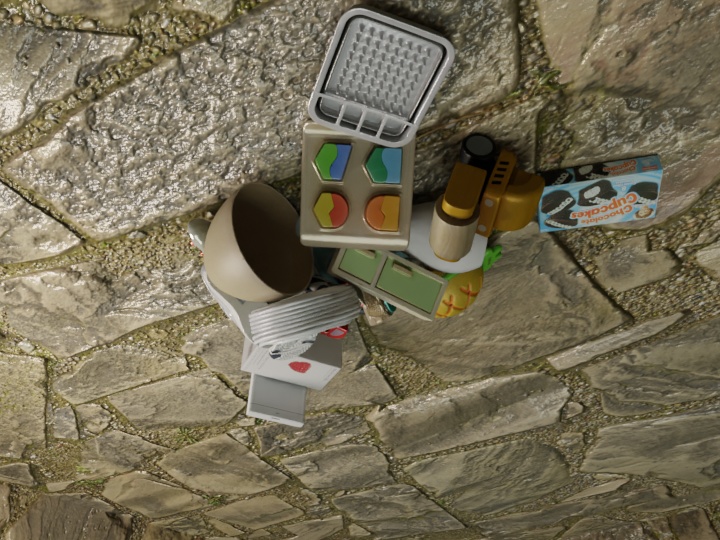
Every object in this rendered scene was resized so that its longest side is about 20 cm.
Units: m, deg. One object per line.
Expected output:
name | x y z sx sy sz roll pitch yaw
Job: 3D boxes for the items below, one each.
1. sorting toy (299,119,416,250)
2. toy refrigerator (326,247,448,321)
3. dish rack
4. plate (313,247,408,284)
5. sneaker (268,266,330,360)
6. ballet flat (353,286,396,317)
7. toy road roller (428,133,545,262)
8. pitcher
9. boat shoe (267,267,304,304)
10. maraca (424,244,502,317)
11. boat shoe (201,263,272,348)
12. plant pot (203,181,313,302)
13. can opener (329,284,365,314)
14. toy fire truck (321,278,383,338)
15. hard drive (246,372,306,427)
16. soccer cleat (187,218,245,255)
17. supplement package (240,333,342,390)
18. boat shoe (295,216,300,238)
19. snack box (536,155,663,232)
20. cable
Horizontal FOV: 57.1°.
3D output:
sorting toy | -0.005 -0.132 1.054 0.180 0.037 0.206 3 105 -1
toy refrigerator | 0.047 0.011 1.141 0.196 0.077 0.070 26 174 -8
dish rack | 0.026 -0.276 0.940 0.167 0.044 0.201 14 141 -14
plate | -0.003 -0.018 1.296 0.194 0.026 0.202 1 143 1
sneaker | -0.131 0.074 1.325 0.078 0.131 0.201 11 126 -31
ballet flat | 0.000 0.000 1.218 0.064 0.070 0.204 -18 101 29
toy road roller | 0.201 -0.103 1.032 0.143 0.202 0.124 20 145 12
pitcher | 0.121 -0.051 1.177 0.194 0.124 0.173 10 149 6
boat shoe | -0.182 0.041 1.285 0.060 0.074 0.200 11 150 -40
maraca | 0.186 0.016 1.256 0.198 0.108 0.137 -34 165 1
boat shoe | -0.230 0.063 1.242 0.200 0.072 0.068 48 163 -24
plant pot | -0.193 -0.030 1.138 0.132 0.204 0.199 -25 136 29
can opener | -0.047 0.060 1.394 0.194 0.055 0.067 8 175 -9
toy fire truck | 0.008 0.068 1.316 0.138 0.049 0.202 23 124 -14
hard drive | -0.182 0.241 1.496 0.129 0.204 0.027 17 141 -20
soccer cleat | -0.239 -0.048 1.239 0.076 0.071 0.199 -24 143 23
supplement package | -0.149 0.167 1.465 0.196 0.122 0.122 18 140 -20
boat shoe | -0.028 -0.119 1.140 0.198 0.075 0.066 -32 166 26
snack box | 0.400 -0.127 1.123 0.194 0.038 0.117 -8 142 12
cable | -0.093 0.074 1.131 0.196 0.071 0.199 -15 178 -31
